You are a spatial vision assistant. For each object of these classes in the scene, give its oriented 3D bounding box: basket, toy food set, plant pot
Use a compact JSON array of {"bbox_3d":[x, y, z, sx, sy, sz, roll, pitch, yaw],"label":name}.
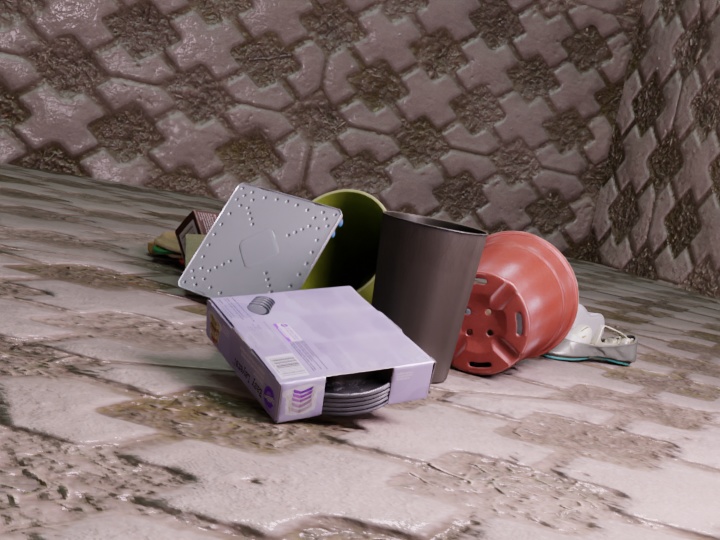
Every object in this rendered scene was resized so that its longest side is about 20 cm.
[{"bbox_3d":[0.078,0.035,1.320,0.135,0.201,0.180,9,6,-13],"label":"basket"},{"bbox_3d":[-0.291,-0.032,1.885,0.199,0.049,0.198,9,7,-23],"label":"toy food set"},{"bbox_3d":[0.000,0.000,1.607,0.187,0.188,0.200,15,-16,30],"label":"plant pot"},{"bbox_3d":[0.197,0.055,1.469,0.200,0.202,0.195,14,15,21],"label":"plant pot"}]

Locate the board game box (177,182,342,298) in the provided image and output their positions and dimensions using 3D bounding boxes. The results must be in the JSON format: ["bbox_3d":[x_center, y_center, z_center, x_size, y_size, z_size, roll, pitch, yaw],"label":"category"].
[{"bbox_3d":[-0.150,-0.028,1.536,0.199,0.200,0.026,17,-23,29],"label":"board game box"}]

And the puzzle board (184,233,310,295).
[{"bbox_3d":[-0.183,-0.004,1.641,0.199,0.017,0.151,3,37,-12],"label":"puzzle board"}]

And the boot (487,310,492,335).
[{"bbox_3d":[0.172,0.031,1.811,0.166,0.072,0.200,40,10,-10],"label":"boot"}]

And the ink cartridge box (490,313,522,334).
[{"bbox_3d":[0.290,0.080,1.691,0.115,0.068,0.200,-15,-1,16],"label":"ink cartridge box"}]

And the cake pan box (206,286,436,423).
[{"bbox_3d":[-0.045,0.083,1.080,0.184,0.052,0.200,-7,28,-31],"label":"cake pan box"}]

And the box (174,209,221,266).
[{"bbox_3d":[-0.217,-0.039,1.782,0.200,0.075,0.100,5,54,-42],"label":"box"}]

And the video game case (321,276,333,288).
[{"bbox_3d":[-0.127,-0.018,1.708,0.181,0.024,0.200,18,37,8],"label":"video game case"}]

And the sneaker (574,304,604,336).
[{"bbox_3d":[0.369,0.097,1.891,0.114,0.073,0.200,11,-5,32],"label":"sneaker"}]

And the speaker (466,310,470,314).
[{"bbox_3d":[0.099,0.068,1.593,0.081,0.082,0.200,15,7,28],"label":"speaker"}]

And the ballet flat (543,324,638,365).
[{"bbox_3d":[0.386,0.120,1.711,0.199,0.064,0.067,8,8,-28],"label":"ballet flat"}]
